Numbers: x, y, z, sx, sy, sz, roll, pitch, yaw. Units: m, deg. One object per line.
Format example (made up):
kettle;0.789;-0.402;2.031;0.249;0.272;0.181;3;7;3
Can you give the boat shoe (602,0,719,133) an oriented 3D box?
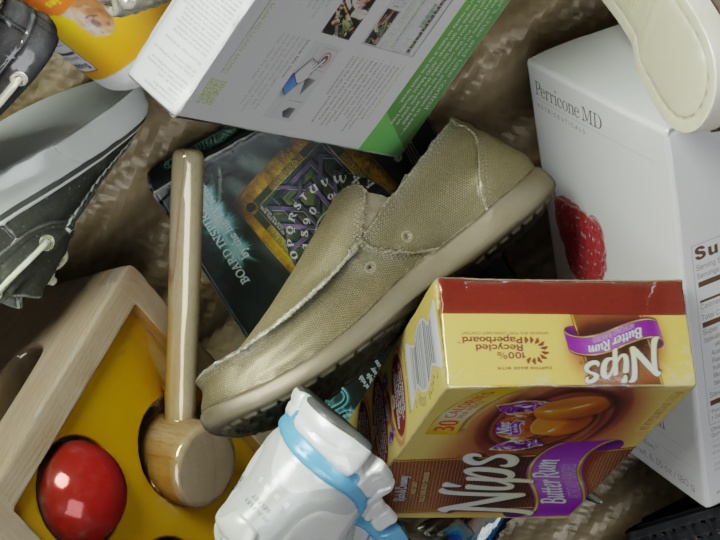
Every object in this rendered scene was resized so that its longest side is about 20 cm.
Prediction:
boat shoe;0.140;-0.144;0.991;0.059;0.201;0.072;-4;142;-21

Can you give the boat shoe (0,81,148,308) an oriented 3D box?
boat shoe;-0.170;-0.015;1.026;0.200;0.071;0.064;-40;119;-23

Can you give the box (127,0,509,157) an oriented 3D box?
box;0.002;-0.121;0.953;0.145;0.036;0.200;-54;155;15

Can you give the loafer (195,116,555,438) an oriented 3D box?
loafer;-0.002;0.003;1.035;0.200;0.076;0.068;-37;80;-15

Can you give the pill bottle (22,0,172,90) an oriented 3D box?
pill bottle;-0.120;-0.154;0.974;0.200;0.109;0.109;37;105;-24

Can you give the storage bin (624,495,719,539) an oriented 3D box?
storage bin;0.242;0.133;1.112;0.135;0.200;0.094;-21;84;-29

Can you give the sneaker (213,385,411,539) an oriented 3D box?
sneaker;-0.030;0.120;1.024;0.087;0.075;0.200;-45;159;-10

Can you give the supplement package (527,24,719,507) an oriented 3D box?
supplement package;0.169;-0.014;1.075;0.119;0.121;0.201;-21;119;-20

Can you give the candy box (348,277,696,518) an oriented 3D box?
candy box;0.069;0.064;1.054;0.116;0.057;0.200;1;156;-13

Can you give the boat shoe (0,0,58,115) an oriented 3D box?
boat shoe;-0.201;-0.061;0.979;0.060;0.074;0.200;25;132;-25

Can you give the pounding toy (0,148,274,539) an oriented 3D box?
pounding toy;-0.114;0.084;1.059;0.142;0.200;0.184;-13;126;40

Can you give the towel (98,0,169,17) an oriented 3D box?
towel;-0.050;-0.193;0.940;0.199;0.034;0.133;-24;102;-37

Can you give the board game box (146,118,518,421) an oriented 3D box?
board game box;0.000;0.000;1.118;0.135;0.028;0.200;-28;118;5

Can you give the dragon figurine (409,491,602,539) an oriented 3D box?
dragon figurine;0.037;0.167;1.192;0.199;0.059;0.100;-20;118;1
